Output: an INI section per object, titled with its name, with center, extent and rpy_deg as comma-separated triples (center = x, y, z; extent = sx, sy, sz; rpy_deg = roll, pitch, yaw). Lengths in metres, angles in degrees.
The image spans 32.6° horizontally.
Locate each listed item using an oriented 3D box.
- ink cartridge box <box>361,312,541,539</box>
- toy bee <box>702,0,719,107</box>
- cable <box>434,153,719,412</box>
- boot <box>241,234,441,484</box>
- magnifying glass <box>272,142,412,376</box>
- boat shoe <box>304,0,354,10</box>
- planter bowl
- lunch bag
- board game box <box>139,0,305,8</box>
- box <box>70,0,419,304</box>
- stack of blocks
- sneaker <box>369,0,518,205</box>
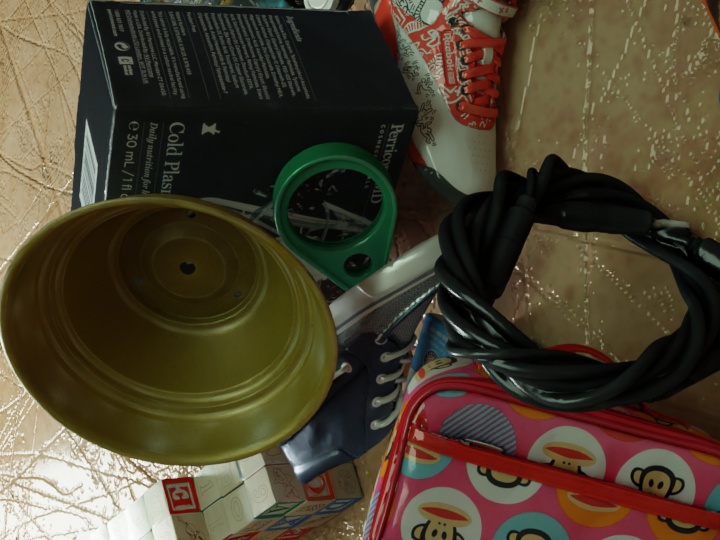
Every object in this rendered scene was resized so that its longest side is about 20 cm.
[ink cartridge box]
center = 0.067, 0.142, 0.782
extent = 0.116, 0.066, 0.201
rpy_deg = 36, 113, 58
[toy bee]
center = 0.236, -0.086, 0.620
extent = 0.108, 0.201, 0.131
rpy_deg = -14, 42, 16
[cable]
center = 0.120, 0.003, 0.658
extent = 0.163, 0.199, 0.051
rpy_deg = 52, 141, 25
[boot]
center = 0.011, 0.056, 0.786
extent = 0.200, 0.073, 0.091
rpy_deg = -37, 87, 32
[magnifying glass]
center = 0.000, 0.000, 0.819
extent = 0.079, 0.201, 0.022
rpy_deg = -19, 41, 3
[boat shoe]
center = 0.004, -0.283, 0.908
extent = 0.075, 0.062, 0.201
rpy_deg = 12, 93, 49
[planter bowl]
center = -0.111, 0.019, 0.750
extent = 0.201, 0.200, 0.084
rpy_deg = -52, 19, 30
[lunch bag]
center = 0.108, 0.129, 0.675
extent = 0.082, 0.199, 0.177
rpy_deg = -74, -2, -83
[board game box]
center = -0.125, -0.221, 1.067
extent = 0.200, 0.028, 0.136
rpy_deg = 53, 124, 35
[box]
center = -0.089, -0.067, 0.841
extent = 0.124, 0.195, 0.201
rpy_deg = -113, 28, -41
[stack of blocks]
center = -0.107, 0.190, 0.948
extent = 0.200, 0.115, 0.059
rpy_deg = -39, 60, 37
[sneaker]
center = 0.070, -0.150, 0.820
extent = 0.108, 0.067, 0.203
rpy_deg = -37, 58, 42
